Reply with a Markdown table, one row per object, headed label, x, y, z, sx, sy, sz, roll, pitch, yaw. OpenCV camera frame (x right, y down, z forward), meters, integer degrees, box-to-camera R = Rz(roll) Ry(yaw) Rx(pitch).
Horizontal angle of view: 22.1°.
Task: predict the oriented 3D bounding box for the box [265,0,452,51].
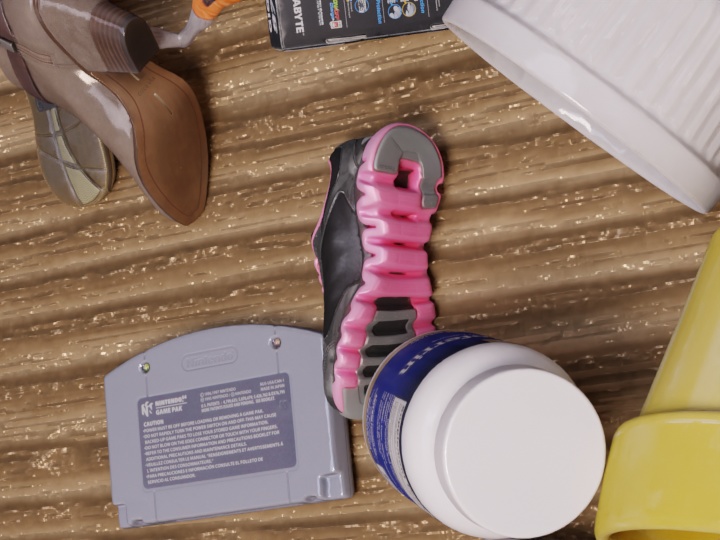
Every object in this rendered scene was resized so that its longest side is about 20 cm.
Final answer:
| label | x | y | z | sx | sy | sz | roll | pitch | yaw |
| --- | --- | --- | --- | --- | --- | --- | --- | --- | --- |
| box | 0.009 | -0.252 | 1.206 | 0.158 | 0.046 | 0.202 | -9 | 100 | -11 |

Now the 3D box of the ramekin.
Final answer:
| label | x | y | z | sx | sy | sz | roll | pitch | yaw |
| --- | --- | --- | --- | --- | --- | --- | --- | --- | --- |
| ramekin | 0.157 | -0.134 | 1.101 | 0.200 | 0.200 | 0.105 | 39 | 96 | 29 |

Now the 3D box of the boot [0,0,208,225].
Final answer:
| label | x | y | z | sx | sy | sz | roll | pitch | yaw |
| --- | --- | --- | --- | --- | --- | --- | --- | --- | --- |
| boot | -0.197 | -0.131 | 1.348 | 0.146 | 0.070 | 0.201 | 15 | 134 | 34 |

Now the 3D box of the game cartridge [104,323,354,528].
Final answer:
| label | x | y | z | sx | sy | sz | roll | pitch | yaw |
| --- | --- | --- | --- | --- | --- | --- | --- | --- | --- |
| game cartridge | -0.096 | 0.108 | 1.321 | 0.199 | 0.041 | 0.134 | -11 | 82 | 30 |

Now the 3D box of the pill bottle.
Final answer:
| label | x | y | z | sx | sy | sz | roll | pitch | yaw |
| --- | --- | --- | --- | --- | --- | --- | --- | --- | --- |
| pill bottle | 0.073 | 0.098 | 1.110 | 0.115 | 0.200 | 0.117 | 0 | 92 | -11 |

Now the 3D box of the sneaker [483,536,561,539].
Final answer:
| label | x | y | z | sx | sy | sz | roll | pitch | yaw |
| --- | --- | --- | --- | --- | --- | --- | --- | --- | --- |
| sneaker | 0.151 | 0.234 | 1.127 | 0.199 | 0.077 | 0.113 | 16 | 92 | 32 |

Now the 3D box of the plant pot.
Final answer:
| label | x | y | z | sx | sy | sz | roll | pitch | yaw |
| --- | --- | --- | --- | --- | --- | --- | --- | --- | --- |
| plant pot | 0.245 | 0.079 | 1.031 | 0.200 | 0.201 | 0.190 | 3 | 70 | 32 |

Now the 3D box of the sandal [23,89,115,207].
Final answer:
| label | x | y | z | sx | sy | sz | roll | pitch | yaw |
| --- | --- | --- | --- | --- | --- | --- | --- | --- | --- |
| sandal | -0.220 | -0.150 | 1.423 | 0.080 | 0.054 | 0.202 | -7 | 95 | 27 |

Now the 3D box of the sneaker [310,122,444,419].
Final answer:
| label | x | y | z | sx | sy | sz | roll | pitch | yaw |
| --- | --- | --- | --- | --- | --- | --- | --- | --- | --- |
| sneaker | 0.000 | 0.000 | 1.262 | 0.095 | 0.079 | 0.202 | 4 | 84 | 51 |

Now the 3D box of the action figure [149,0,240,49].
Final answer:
| label | x | y | z | sx | sy | sz | roll | pitch | yaw |
| --- | --- | --- | --- | --- | --- | --- | --- | --- | --- |
| action figure | -0.062 | -0.258 | 1.330 | 0.192 | 0.105 | 0.201 | -16 | 51 | 22 |
